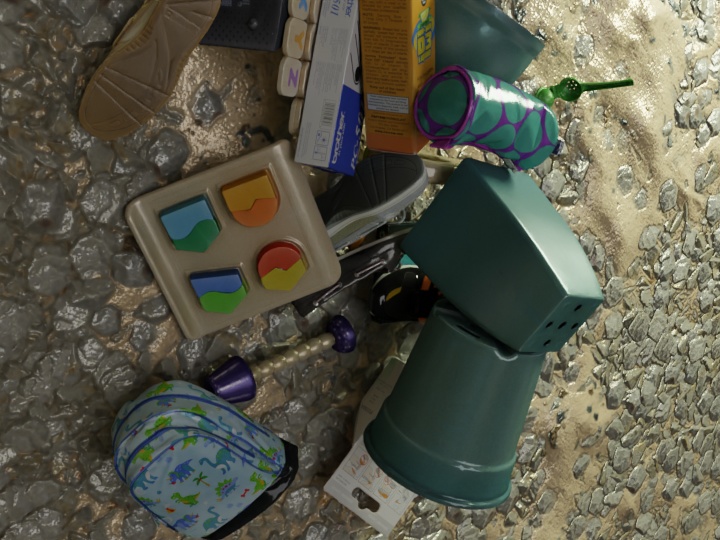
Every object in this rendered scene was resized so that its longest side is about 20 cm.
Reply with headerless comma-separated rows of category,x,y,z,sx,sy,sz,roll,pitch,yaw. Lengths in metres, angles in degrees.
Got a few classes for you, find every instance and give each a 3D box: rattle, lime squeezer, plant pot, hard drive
rattle,0.096,-0.087,1.157,0.198,0.130,0.145,8,86,-22
lime squeezer,0.286,-0.245,1.319,0.198,0.071,0.038,-18,134,0
plant pot,0.128,0.153,1.130,0.199,0.200,0.198,6,113,-38
hard drive,-0.124,-0.333,0.946,0.042,0.134,0.202,-20,118,-61
plant pot,0.179,-0.006,1.083,0.141,0.201,0.142,5,130,-48
plant pot,0.102,-0.267,1.104,0.199,0.200,0.135,23,107,-38

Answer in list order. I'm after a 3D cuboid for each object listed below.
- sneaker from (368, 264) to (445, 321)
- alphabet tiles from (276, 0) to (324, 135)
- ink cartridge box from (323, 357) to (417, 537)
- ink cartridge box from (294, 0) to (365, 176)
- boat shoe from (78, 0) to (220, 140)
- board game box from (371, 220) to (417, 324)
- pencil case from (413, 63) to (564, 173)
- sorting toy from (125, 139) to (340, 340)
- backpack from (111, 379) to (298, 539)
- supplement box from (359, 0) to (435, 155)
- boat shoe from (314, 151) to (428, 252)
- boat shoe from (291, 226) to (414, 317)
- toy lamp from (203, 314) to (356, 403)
sneaker,0.106,0.035,1.199,0.199,0.090,0.071,-2,104,-36
alphabet tiles,-0.044,-0.251,1.023,0.195,0.014,0.202,-22,122,-72
ink cartridge box,0.043,0.248,1.276,0.200,0.050,0.161,-51,126,-9
ink cartridge box,-0.022,-0.211,1.021,0.094,0.044,0.202,-1,102,-73
boat shoe,-0.215,-0.222,0.939,0.074,0.069,0.200,38,100,-27
board game box,0.104,-0.003,1.264,0.198,0.028,0.137,-6,105,-36
pencil case,0.147,-0.167,1.036,0.199,0.085,0.093,7,94,-49
sorting toy,-0.137,-0.028,1.028,0.198,0.037,0.186,-23,117,-3
backpack,-0.188,0.214,1.036,0.163,0.154,0.200,-36,111,10
supplement box,0.043,-0.234,1.010,0.067,0.068,0.202,-46,139,-49
boat shoe,0.002,-0.073,1.085,0.065,0.201,0.075,28,40,-45
boat shoe,0.000,0.000,1.142,0.198,0.067,0.057,-21,88,-15
toy lamp,-0.099,0.112,1.125,0.199,0.058,0.059,-21,114,-34
